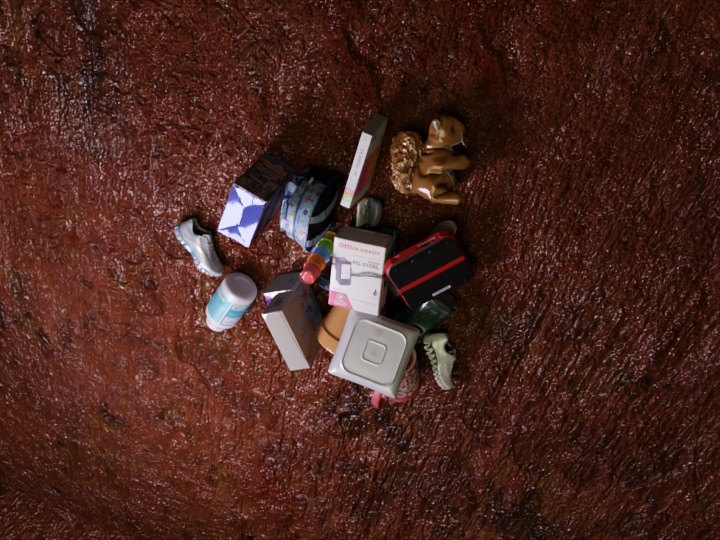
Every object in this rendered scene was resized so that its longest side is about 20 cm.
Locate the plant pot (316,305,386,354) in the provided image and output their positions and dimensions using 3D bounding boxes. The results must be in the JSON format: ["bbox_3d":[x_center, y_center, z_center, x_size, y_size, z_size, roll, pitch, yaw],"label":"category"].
[{"bbox_3d":[-0.012,0.150,1.740,0.198,0.200,0.141,23,109,4],"label":"plant pot"}]

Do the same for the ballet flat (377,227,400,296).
[{"bbox_3d":[0.073,-0.023,1.661,0.072,0.073,0.202,2,116,18],"label":"ballet flat"}]

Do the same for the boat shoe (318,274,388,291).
[{"bbox_3d":[-0.018,0.024,1.729,0.198,0.084,0.069,4,117,-3],"label":"boat shoe"}]

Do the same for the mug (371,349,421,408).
[{"bbox_3d":[0.107,0.303,1.745,0.132,0.179,0.201,7,152,9],"label":"mug"}]

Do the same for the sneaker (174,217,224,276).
[{"bbox_3d":[-0.468,-0.070,1.825,0.086,0.075,0.201,-28,109,26],"label":"sneaker"}]

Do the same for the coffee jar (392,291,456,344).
[{"bbox_3d":[0.171,0.129,1.711,0.104,0.086,0.200,34,126,-13],"label":"coffee jar"}]

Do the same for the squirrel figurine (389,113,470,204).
[{"bbox_3d":[0.160,-0.274,1.430,0.198,0.142,0.188,8,117,12],"label":"squirrel figurine"}]

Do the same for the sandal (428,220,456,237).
[{"bbox_3d":[0.206,-0.048,1.608,0.069,0.078,0.212,15,131,-31],"label":"sandal"}]

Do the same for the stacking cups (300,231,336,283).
[{"bbox_3d":[-0.113,-0.030,1.640,0.060,0.201,0.061,10,127,13],"label":"stacking cups"}]

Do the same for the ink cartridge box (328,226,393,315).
[{"bbox_3d":[0.000,0.000,1.611,0.143,0.084,0.202,12,116,13],"label":"ink cartridge box"}]

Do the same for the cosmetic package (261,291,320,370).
[{"bbox_3d":[-0.194,0.172,1.731,0.072,0.104,0.201,-12,118,24],"label":"cosmetic package"}]

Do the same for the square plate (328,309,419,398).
[{"bbox_3d":[0.035,0.219,1.636,0.198,0.028,0.200,20,92,5],"label":"square plate"}]

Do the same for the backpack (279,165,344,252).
[{"bbox_3d":[-0.138,-0.154,1.570,0.133,0.200,0.184,19,127,7],"label":"backpack"}]

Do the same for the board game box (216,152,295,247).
[{"bbox_3d":[-0.272,-0.187,1.596,0.096,0.200,0.160,29,127,-2],"label":"board game box"}]

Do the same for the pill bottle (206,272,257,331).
[{"bbox_3d":[-0.409,0.105,1.890,0.110,0.111,0.200,37,126,-6],"label":"pill bottle"}]

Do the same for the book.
[{"bbox_3d":[0.009,-0.266,1.486,0.048,0.134,0.201,23,126,4],"label":"book"}]

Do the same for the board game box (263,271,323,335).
[{"bbox_3d":[-0.194,0.119,1.824,0.102,0.105,0.201,-8,118,24],"label":"board game box"}]

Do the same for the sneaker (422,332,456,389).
[{"bbox_3d":[0.247,0.266,1.785,0.080,0.075,0.201,-14,116,17],"label":"sneaker"}]

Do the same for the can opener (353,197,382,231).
[{"bbox_3d":[0.012,-0.104,1.631,0.066,0.052,0.201,42,138,35],"label":"can opener"}]

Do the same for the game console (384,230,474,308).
[{"bbox_3d":[0.177,-0.001,1.560,0.199,0.031,0.177,-28,129,12],"label":"game console"}]
